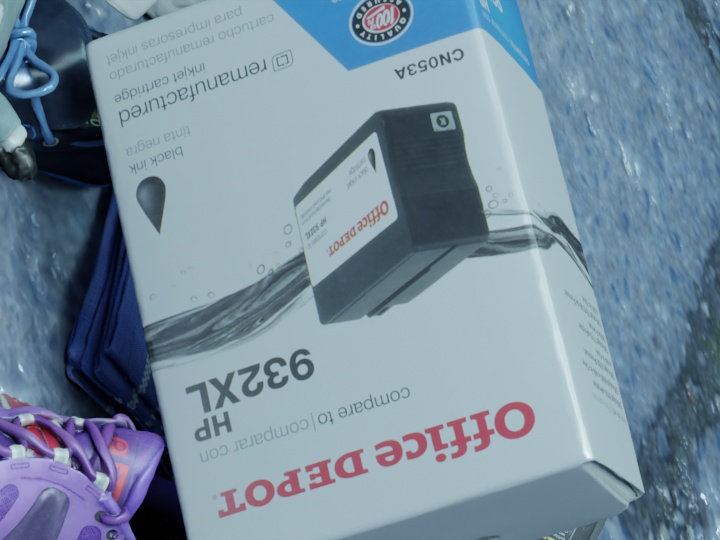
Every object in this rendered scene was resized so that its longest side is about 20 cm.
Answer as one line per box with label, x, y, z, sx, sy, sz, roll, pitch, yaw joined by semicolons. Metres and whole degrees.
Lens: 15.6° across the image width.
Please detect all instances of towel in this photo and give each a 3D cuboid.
towel;-0.051;0.054;1.093;0.200;0.024;0.145;54;27;-33

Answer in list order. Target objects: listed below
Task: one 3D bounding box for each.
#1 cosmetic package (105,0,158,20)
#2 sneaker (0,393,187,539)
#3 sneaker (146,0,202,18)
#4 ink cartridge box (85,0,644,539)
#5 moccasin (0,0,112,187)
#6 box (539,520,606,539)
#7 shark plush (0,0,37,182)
cosmetic package;-0.083;-0.243;0.984;0.166;0.200;0.168;40;14;-44
sneaker;-0.115;0.063;0.883;0.200;0.083;0.081;31;45;-51
sneaker;-0.039;-0.163;1.204;0.071;0.080;0.200;63;25;-8
ink cartridge box;0.000;0.000;0.916;0.084;0.144;0.201;38;37;-68
moccasin;-0.126;-0.080;0.980;0.200;0.068;0.081;2;69;-60
box;0.015;0.114;1.041;0.200;0.048;0.159;28;88;-54
shark plush;-0.127;-0.060;0.867;0.083;0.091;0.201;37;28;-51
